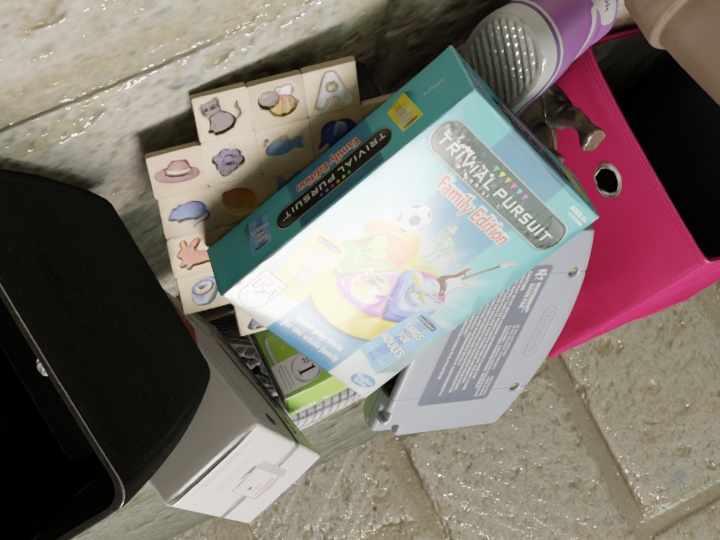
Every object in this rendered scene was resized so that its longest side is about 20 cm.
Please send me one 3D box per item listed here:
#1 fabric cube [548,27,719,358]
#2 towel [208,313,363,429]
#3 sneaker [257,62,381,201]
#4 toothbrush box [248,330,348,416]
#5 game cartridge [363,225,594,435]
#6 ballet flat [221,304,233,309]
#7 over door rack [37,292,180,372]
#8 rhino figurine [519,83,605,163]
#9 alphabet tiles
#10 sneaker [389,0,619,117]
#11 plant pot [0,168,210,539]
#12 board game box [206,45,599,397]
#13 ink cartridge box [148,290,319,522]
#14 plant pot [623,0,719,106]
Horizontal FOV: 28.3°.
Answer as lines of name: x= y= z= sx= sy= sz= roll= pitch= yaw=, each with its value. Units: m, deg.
fabric cube: x=0.234 y=-0.074 z=1.195 sx=0.199 sy=0.198 sz=0.199 roll=-19 pitch=168 yaw=-38
towel: x=-0.097 y=0.083 z=1.257 sx=0.198 sy=0.087 sz=0.165 roll=0 pitch=-166 yaw=34
sneaker: x=-0.016 y=-0.052 z=0.959 sx=0.107 sy=0.068 sz=0.202 roll=-26 pitch=149 yaw=2
toothbrush box: x=0.000 y=0.000 z=1.105 sx=0.199 sy=0.147 sz=0.086 roll=-25 pitch=168 yaw=-8
game cartridge: x=0.090 y=0.038 z=1.046 sx=0.132 sy=0.042 sz=0.201 roll=-7 pitch=135 yaw=-34
ballet flat: x=-0.048 y=0.009 z=1.235 sx=0.199 sy=0.064 sz=0.067 roll=-19 pitch=166 yaw=-35
over door rack: x=-0.215 y=0.058 z=1.063 sx=0.199 sy=0.067 sz=0.147 roll=-33 pitch=168 yaw=26
rhino figurine: x=0.118 y=-0.072 z=1.131 sx=0.059 sy=0.088 sz=0.201 roll=-17 pitch=151 yaw=-30
alphabet tiles: x=-0.042 y=-0.040 z=0.890 sx=0.165 sy=0.006 sz=0.201 roll=-15 pitch=135 yaw=-8
sneaker: x=0.100 y=-0.134 z=0.949 sx=0.114 sy=0.073 sz=0.200 roll=-39 pitch=-175 yaw=-32
plant pot: x=-0.206 y=0.061 z=0.827 sx=0.199 sy=0.201 sz=0.177 roll=-33 pitch=178 yaw=25
board game box: x=0.028 y=-0.023 z=0.895 sx=0.200 sy=0.047 sz=0.151 roll=-38 pitch=133 yaw=16
ink cartridge box: x=-0.120 y=0.095 z=1.018 sx=0.083 sy=0.147 sz=0.200 roll=-41 pitch=164 yaw=-1
plant pot: x=0.313 y=-0.170 z=1.014 sx=0.199 sy=0.175 sz=0.200 roll=-25 pitch=169 yaw=-5
